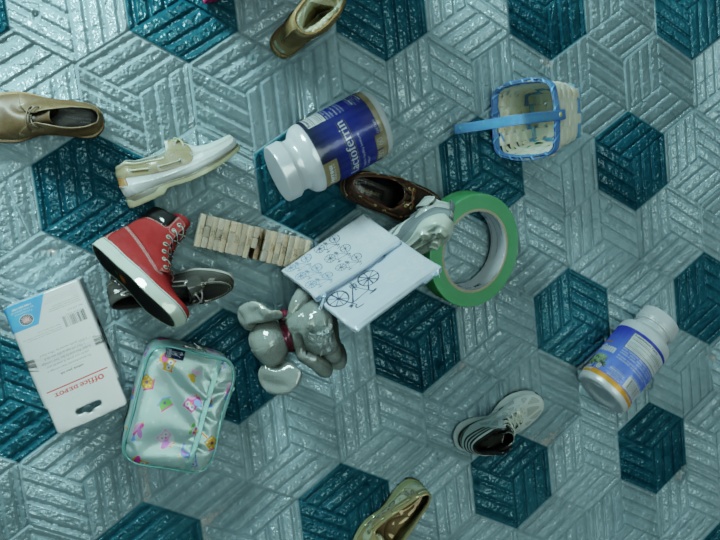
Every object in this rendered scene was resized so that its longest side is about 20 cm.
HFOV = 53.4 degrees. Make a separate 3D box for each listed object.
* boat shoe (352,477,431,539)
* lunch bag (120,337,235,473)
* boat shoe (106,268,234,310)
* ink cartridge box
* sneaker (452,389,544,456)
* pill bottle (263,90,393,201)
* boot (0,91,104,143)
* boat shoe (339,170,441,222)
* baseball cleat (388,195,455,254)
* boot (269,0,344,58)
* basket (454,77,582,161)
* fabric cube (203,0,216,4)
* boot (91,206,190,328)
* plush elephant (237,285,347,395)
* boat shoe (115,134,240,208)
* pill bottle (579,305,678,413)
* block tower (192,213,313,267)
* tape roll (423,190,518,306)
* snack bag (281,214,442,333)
[{"bbox_3d":[0.051,0.466,1.285,0.073,0.062,0.202,39,81,-18],"label":"boat shoe"},{"bbox_3d":[-0.286,0.213,1.141,0.157,0.077,0.205,17,88,-19],"label":"lunch bag"},{"bbox_3d":[-0.297,0.037,1.125,0.194,0.068,0.058,1,50,-13],"label":"boat shoe"},{"bbox_3d":[-0.442,0.127,1.086,0.114,0.067,0.205,-21,100,-17],"label":"ink cartridge box"},{"bbox_3d":[0.279,0.294,1.325,0.197,0.115,0.077,-23,101,-17],"label":"sneaker"},{"bbox_3d":[-0.053,-0.202,1.175,0.197,0.115,0.118,-30,103,-14],"label":"pill bottle"},{"bbox_3d":[-0.479,-0.227,1.046,0.195,0.075,0.076,-4,97,-18],"label":"boot"},{"bbox_3d":[0.062,-0.126,1.245,0.195,0.070,0.072,10,87,-21],"label":"boat shoe"},{"bbox_3d":[0.085,-0.061,1.223,0.070,0.197,0.108,44,45,-29],"label":"baseball cleat"},{"bbox_3d":[-0.059,-0.408,1.113,0.066,0.199,0.176,41,81,-17],"label":"boot"},{"bbox_3d":[0.287,-0.265,1.259,0.196,0.175,0.143,-8,100,-29],"label":"basket"},{"bbox_3d":[-0.160,-0.545,1.070,0.195,0.199,0.201,-18,98,-17],"label":"fabric cube"},{"bbox_3d":[-0.290,-0.015,1.077,0.199,0.073,0.143,40,58,23],"label":"boot"},{"bbox_3d":[-0.111,0.105,1.158,0.151,0.200,0.169,-9,96,5],"label":"plush elephant"},{"bbox_3d":[-0.285,-0.172,1.117,0.197,0.075,0.070,-29,108,-14],"label":"boat shoe"},{"bbox_3d":[0.533,0.170,1.409,0.200,0.112,0.112,-47,106,-11],"label":"pill bottle"},{"bbox_3d":[-0.174,-0.045,1.176,0.195,0.058,0.055,14,89,-21],"label":"block tower"},{"bbox_3d":[0.194,-0.039,1.287,0.196,0.048,0.206,-8,106,-28],"label":"tape roll"},{"bbox_3d":[0.000,0.000,1.127,0.187,0.199,0.022,-33,137,-22],"label":"snack bag"}]
